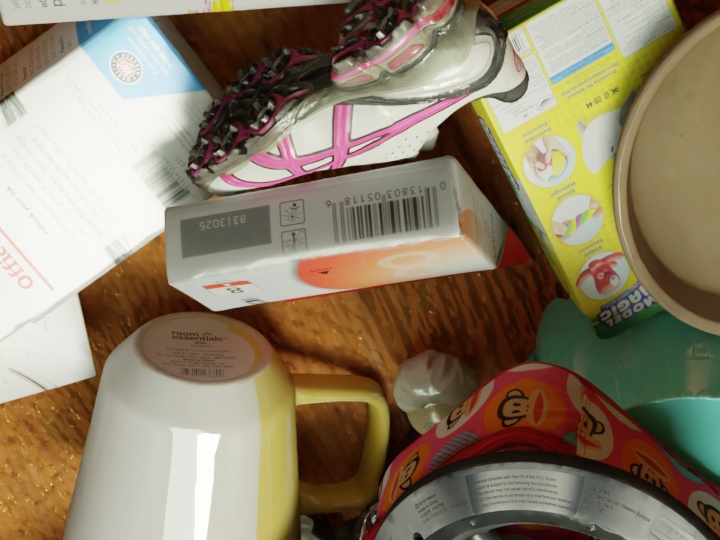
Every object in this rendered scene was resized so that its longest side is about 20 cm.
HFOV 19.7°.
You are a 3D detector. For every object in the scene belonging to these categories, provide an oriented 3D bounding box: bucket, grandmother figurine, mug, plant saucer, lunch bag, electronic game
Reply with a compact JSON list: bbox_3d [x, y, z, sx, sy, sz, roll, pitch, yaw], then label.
[{"bbox_3d":[0.194,0.099,1.196,0.206,0.135,0.208,5,127,7],"label":"bucket"},{"bbox_3d":[0.066,0.129,1.286,0.121,0.061,0.200,-23,126,-4],"label":"grandmother figurine"},{"bbox_3d":[-0.091,0.105,1.265,0.149,0.186,0.154,26,124,30],"label":"mug"},{"bbox_3d":[0.223,-0.059,1.097,0.199,0.029,0.201,-6,115,-14],"label":"plant saucer"},{"bbox_3d":[0.104,0.158,1.124,0.200,0.082,0.176,37,127,-15],"label":"lunch bag"},{"bbox_3d":[0.100,0.172,1.056,0.199,0.042,0.201,9,127,12],"label":"electronic game"}]

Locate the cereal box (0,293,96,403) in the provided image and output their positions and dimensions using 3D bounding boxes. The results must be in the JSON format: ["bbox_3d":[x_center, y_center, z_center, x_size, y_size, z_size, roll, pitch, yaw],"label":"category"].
[{"bbox_3d":[-0.265,0.022,1.208,0.199,0.040,0.144,-16,120,-12],"label":"cereal box"}]

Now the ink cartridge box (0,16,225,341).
[{"bbox_3d":[-0.170,-0.056,1.138,0.200,0.067,0.116,-34,117,6],"label":"ink cartridge box"}]

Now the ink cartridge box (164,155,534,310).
[{"bbox_3d":[0.000,0.000,1.137,0.162,0.050,0.200,-9,160,15],"label":"ink cartridge box"}]

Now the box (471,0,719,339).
[{"bbox_3d":[0.136,-0.067,1.109,0.117,0.048,0.200,-29,117,-1],"label":"box"}]

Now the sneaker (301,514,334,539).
[{"bbox_3d":[-0.113,0.220,1.344,0.200,0.116,0.076,-9,125,15],"label":"sneaker"}]

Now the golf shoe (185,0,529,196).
[{"bbox_3d":[-0.007,-0.076,1.047,0.200,0.073,0.092,-26,127,39],"label":"golf shoe"}]

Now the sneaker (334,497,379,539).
[{"bbox_3d":[0.020,0.209,1.279,0.114,0.075,0.200,-46,148,-3],"label":"sneaker"}]

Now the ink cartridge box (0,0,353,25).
[{"bbox_3d":[-0.091,-0.209,1.038,0.199,0.084,0.145,-3,126,9],"label":"ink cartridge box"}]
